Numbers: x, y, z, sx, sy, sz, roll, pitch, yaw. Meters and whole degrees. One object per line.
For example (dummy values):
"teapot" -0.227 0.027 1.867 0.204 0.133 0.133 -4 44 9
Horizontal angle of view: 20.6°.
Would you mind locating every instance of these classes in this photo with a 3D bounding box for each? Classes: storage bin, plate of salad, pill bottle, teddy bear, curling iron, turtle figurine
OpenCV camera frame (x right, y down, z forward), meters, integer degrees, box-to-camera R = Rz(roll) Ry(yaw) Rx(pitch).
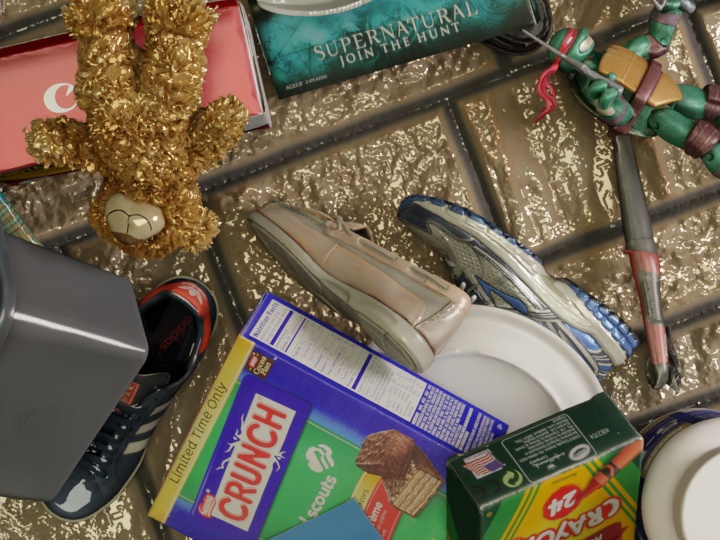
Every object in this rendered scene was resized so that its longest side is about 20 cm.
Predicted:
"storage bin" -0.245 0.064 1.366 0.134 0.146 0.200 17 123 -33
"plate of salad" 0.085 0.112 1.425 0.199 0.048 0.201 6 114 13
"pill bottle" 0.248 0.159 1.367 0.119 0.200 0.120 0 88 -1
"teddy bear" -0.144 -0.094 1.295 0.144 0.067 0.201 14 116 -13
"curling iron" 0.204 -0.007 1.451 0.025 0.050 0.201 -11 84 -2
"turtle figurine" 0.206 -0.139 1.424 0.199 0.101 0.150 30 57 -4

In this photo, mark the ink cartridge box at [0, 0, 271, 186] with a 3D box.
"ink cartridge box" -0.169 -0.122 1.380 0.199 0.176 0.084 -13 90 0

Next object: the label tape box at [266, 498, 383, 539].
"label tape box" -0.011 0.277 1.379 0.144 0.063 0.200 -28 107 23

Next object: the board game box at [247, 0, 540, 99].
"board game box" 0.015 -0.214 1.419 0.199 0.028 0.136 -15 102 15

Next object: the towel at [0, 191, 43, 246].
"towel" -0.293 0.015 1.420 0.146 0.022 0.200 -37 111 0

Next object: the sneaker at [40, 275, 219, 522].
"sneaker" -0.172 0.091 1.421 0.075 0.085 0.201 29 89 -1

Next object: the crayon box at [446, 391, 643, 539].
"crayon box" 0.124 0.187 1.363 0.126 0.201 0.051 -22 48 -17

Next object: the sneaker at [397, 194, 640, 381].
"sneaker" 0.101 0.022 1.432 0.200 0.077 0.085 37 93 1

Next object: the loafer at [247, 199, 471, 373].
"loafer" 0.000 0.000 1.401 0.063 0.072 0.200 -43 49 -10

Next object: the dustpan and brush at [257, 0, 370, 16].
"dustpan and brush" 0.018 -0.237 1.364 0.199 0.057 0.140 8 105 10

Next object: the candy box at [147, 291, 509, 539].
"candy box" -0.024 0.140 1.396 0.199 0.077 0.170 28 117 2

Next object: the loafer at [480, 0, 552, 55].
"loafer" 0.065 -0.238 1.440 0.072 0.063 0.200 -41 89 -2
